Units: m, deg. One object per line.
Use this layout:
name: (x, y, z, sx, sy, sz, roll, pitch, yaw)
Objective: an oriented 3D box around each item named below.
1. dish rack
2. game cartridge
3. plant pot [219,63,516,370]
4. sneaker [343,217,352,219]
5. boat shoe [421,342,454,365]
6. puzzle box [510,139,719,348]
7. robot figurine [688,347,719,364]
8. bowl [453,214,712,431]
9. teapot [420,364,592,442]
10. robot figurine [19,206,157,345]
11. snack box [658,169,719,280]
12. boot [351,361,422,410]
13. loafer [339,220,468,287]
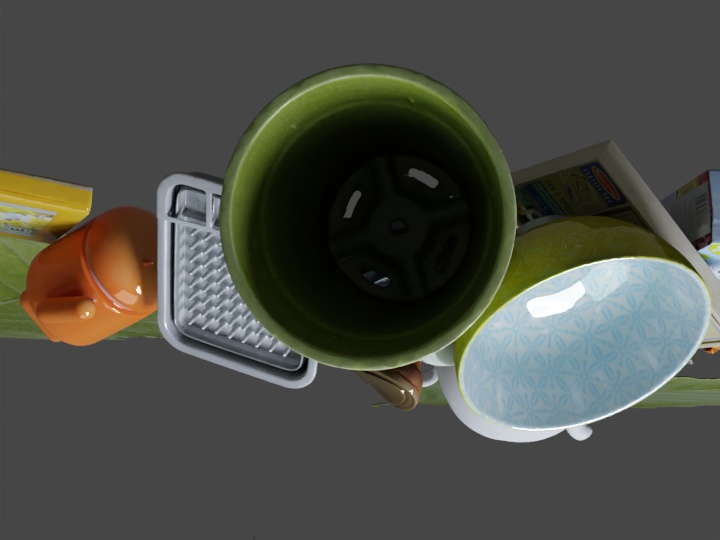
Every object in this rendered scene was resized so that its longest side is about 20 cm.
dish rack: (-0.106, 0.004, 1.054, 0.170, 0.201, 0.044, 17, -145, 13)
game cartridge: (-0.383, -0.069, 1.121, 0.198, 0.033, 0.176, 8, 167, -26)
plant pot: (0.016, -0.034, 0.838, 0.198, 0.202, 0.190, 2, 180, 9)
sneaker: (0.011, 0.006, 1.188, 0.070, 0.094, 0.199, -7, 164, 43)
boat shoe: (0.099, 0.043, 0.973, 0.071, 0.071, 0.200, 6, -174, 43)
puzzle box: (0.212, -0.011, 0.934, 0.200, 0.025, 0.133, 49, 150, -16)
robot figurine: (0.366, 0.034, 1.140, 0.199, 0.145, 0.059, 13, 138, 44)
bowl: (0.157, 0.022, 0.881, 0.198, 0.108, 0.201, -9, 138, -8)
teapot: (0.158, 0.117, 1.275, 0.196, 0.200, 0.147, -21, 152, -37)
robot figurine: (-0.265, 0.007, 1.175, 0.199, 0.118, 0.143, -26, 160, 32)
snack box: (0.336, -0.028, 0.978, 0.167, 0.068, 0.200, 3, 168, -7)
boot: (0.058, 0.050, 1.091, 0.077, 0.155, 0.200, 43, 175, -5)
loafer: (0.025, -0.003, 0.973, 0.198, 0.072, 0.063, -19, 149, 6)
